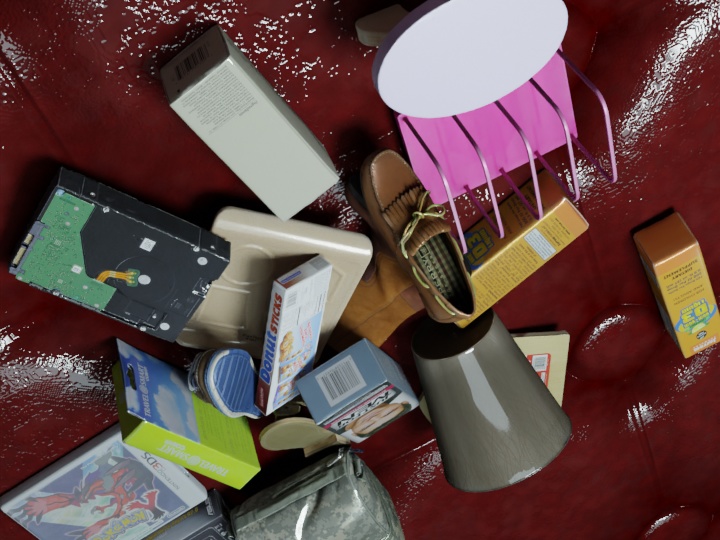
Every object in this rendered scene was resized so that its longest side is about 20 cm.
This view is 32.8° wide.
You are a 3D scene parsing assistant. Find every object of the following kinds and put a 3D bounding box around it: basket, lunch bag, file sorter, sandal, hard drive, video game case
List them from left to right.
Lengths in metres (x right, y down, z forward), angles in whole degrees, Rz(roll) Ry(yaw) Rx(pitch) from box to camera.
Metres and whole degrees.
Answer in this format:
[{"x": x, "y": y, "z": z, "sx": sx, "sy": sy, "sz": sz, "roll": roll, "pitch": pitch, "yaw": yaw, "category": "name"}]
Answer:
[{"x": -0.321, "y": 0.288, "z": 1.549, "sx": 0.198, "sy": 0.023, "sz": 0.183, "roll": -32, "pitch": 132, "yaw": 5, "category": "video game case"}, {"x": -0.253, "y": -0.013, "z": 1.288, "sx": 0.198, "sy": 0.038, "sz": 0.140, "roll": 23, "pitch": 125, "yaw": -23, "category": "hard drive"}, {"x": -0.077, "y": 0.185, "z": 1.540, "sx": 0.077, "sy": 0.071, "sz": 0.211, "roll": -24, "pitch": 156, "yaw": 15, "category": "sandal"}, {"x": -0.056, "y": 0.329, "z": 1.604, "sx": 0.198, "sy": 0.141, "sz": 0.168, "roll": -28, "pitch": 139, "yaw": 8, "category": "lunch bag"}, {"x": 0.149, "y": 0.151, "z": 1.533, "sx": 0.178, "sy": 0.137, "sz": 0.202, "roll": -25, "pitch": 118, "yaw": 5, "category": "basket"}, {"x": 0.161, "y": -0.129, "z": 1.323, "sx": 0.198, "sy": 0.126, "sz": 0.140, "roll": -26, "pitch": 133, "yaw": -5, "category": "file sorter"}]

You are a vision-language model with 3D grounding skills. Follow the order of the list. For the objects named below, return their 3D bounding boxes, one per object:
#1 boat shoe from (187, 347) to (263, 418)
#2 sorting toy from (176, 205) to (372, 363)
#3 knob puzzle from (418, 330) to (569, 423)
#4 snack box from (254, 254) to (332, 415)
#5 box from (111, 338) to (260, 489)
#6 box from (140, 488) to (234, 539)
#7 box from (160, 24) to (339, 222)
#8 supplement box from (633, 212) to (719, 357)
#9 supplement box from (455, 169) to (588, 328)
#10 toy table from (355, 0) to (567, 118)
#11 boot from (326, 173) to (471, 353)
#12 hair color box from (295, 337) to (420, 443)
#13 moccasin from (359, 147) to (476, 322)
[{"x": -0.160, "y": 0.129, "z": 1.406, "sx": 0.071, "sy": 0.073, "sz": 0.200, "roll": 14, "pitch": 165, "yaw": 15, "category": "boat shoe"}, {"x": -0.102, "y": 0.018, "z": 1.384, "sx": 0.182, "sy": 0.037, "sz": 0.202, "roll": 11, "pitch": 130, "yaw": -19, "category": "sorting toy"}, {"x": 0.172, "y": 0.160, "z": 1.634, "sx": 0.216, "sy": 0.031, "sz": 0.223, "roll": -5, "pitch": 121, "yaw": -8, "category": "knob puzzle"}, {"x": -0.076, "y": 0.075, "z": 1.373, "sx": 0.071, "sy": 0.024, "sz": 0.202, "roll": -31, "pitch": 147, "yaw": -38, "category": "snack box"}, {"x": -0.212, "y": 0.169, "z": 1.428, "sx": 0.048, "sy": 0.123, "sz": 0.199, "roll": -43, "pitch": 130, "yaw": 19, "category": "box"}, {"x": -0.208, "y": 0.401, "z": 1.669, "sx": 0.157, "sy": 0.049, "sz": 0.201, "roll": -31, "pitch": 132, "yaw": 6, "category": "box"}, {"x": -0.111, "y": -0.146, "z": 1.247, "sx": 0.082, "sy": 0.069, "sz": 0.200, "roll": -34, "pitch": 132, "yaw": 9, "category": "box"}, {"x": 0.416, "y": 0.022, "z": 1.586, "sx": 0.066, "sy": 0.069, "sz": 0.201, "roll": -28, "pitch": 135, "yaw": 5, "category": "supplement box"}, {"x": 0.169, "y": -0.025, "z": 1.460, "sx": 0.199, "sy": 0.067, "sz": 0.069, "roll": -41, "pitch": 131, "yaw": 13, "category": "supplement box"}, {"x": 0.092, "y": -0.245, "z": 1.214, "sx": 0.197, "sy": 0.118, "sz": 0.186, "roll": -13, "pitch": 131, "yaw": -12, "category": "toy table"}, {"x": 0.000, "y": 0.000, "z": 1.424, "sx": 0.187, "sy": 0.069, "sz": 0.199, "roll": 37, "pitch": 125, "yaw": -25, "category": "boot"}, {"x": 0.001, "y": 0.149, "z": 1.479, "sx": 0.098, "sy": 0.061, "sz": 0.200, "roll": -32, "pitch": 162, "yaw": 5, "category": "hair color box"}, {"x": 0.063, "y": -0.036, "z": 1.301, "sx": 0.073, "sy": 0.078, "sz": 0.204, "roll": -26, "pitch": 98, "yaw": -22, "category": "moccasin"}]
